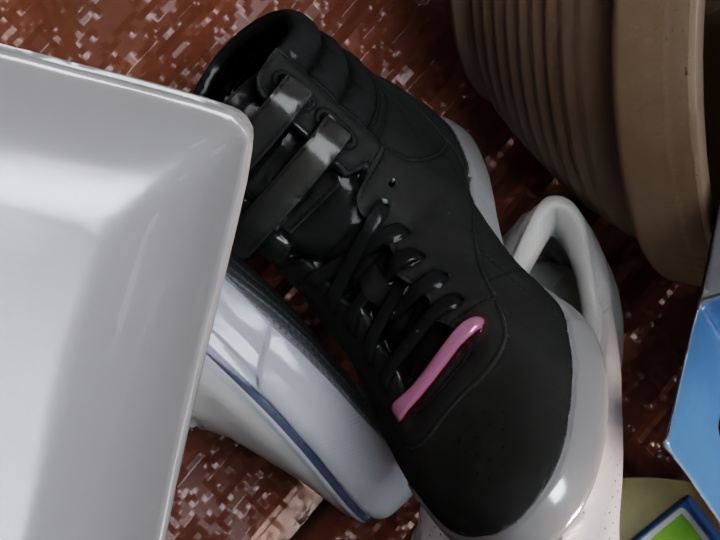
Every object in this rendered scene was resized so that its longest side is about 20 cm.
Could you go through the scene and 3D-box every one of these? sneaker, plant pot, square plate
[{"bbox_3d":[-0.072,0.015,0.825,0.200,0.073,0.071,40,96,-11],"label":"sneaker"},{"bbox_3d":[0.000,0.000,0.782,0.099,0.200,0.071,31,111,-31],"label":"sneaker"},{"bbox_3d":[0.086,-0.098,0.856,0.093,0.201,0.201,7,77,22],"label":"plant pot"},{"bbox_3d":[0.047,0.074,0.822,0.075,0.089,0.200,2,68,-1],"label":"sneaker"},{"bbox_3d":[-0.138,0.032,0.644,0.198,0.028,0.200,15,71,-12],"label":"square plate"}]

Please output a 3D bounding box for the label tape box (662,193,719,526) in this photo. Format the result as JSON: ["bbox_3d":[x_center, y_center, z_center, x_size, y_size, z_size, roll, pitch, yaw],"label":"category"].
[{"bbox_3d":[0.151,-0.019,0.833,0.063,0.144,0.200,6,72,21],"label":"label tape box"}]

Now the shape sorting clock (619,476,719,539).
[{"bbox_3d":[0.092,0.163,0.872,0.200,0.039,0.200,3,77,-11],"label":"shape sorting clock"}]
